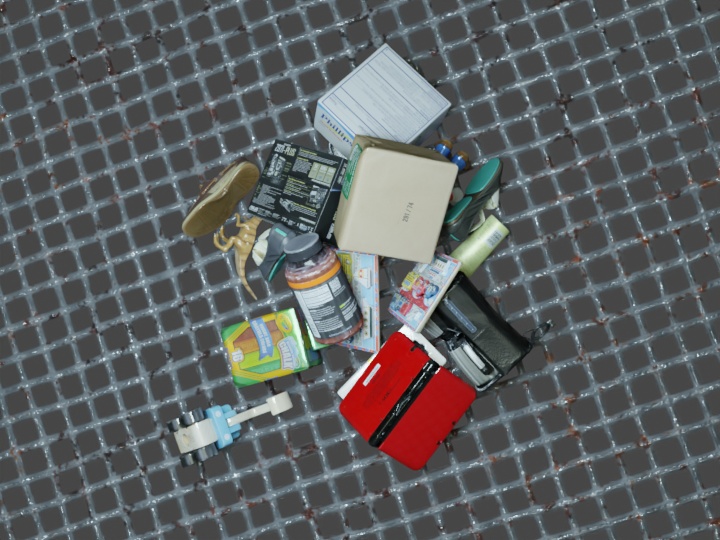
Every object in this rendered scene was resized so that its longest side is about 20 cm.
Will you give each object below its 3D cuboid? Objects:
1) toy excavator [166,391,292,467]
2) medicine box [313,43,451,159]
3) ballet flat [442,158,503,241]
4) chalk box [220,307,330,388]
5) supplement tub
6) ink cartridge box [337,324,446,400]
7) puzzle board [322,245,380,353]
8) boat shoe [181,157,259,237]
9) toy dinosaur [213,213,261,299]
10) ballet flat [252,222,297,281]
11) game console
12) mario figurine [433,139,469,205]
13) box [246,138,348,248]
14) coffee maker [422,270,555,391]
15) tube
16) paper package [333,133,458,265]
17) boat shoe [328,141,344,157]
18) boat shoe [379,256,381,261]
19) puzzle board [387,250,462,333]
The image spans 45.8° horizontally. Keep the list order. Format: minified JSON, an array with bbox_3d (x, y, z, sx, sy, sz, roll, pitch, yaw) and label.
[{"bbox_3d":[-0.259,0.301,1.711,0.194,0.200,0.100,-28,83,48],"label":"toy excavator"},{"bbox_3d":[0.041,-0.306,1.675,0.182,0.103,0.200,44,72,7],"label":"medicine box"},{"bbox_3d":[0.229,-0.134,1.685,0.200,0.068,0.068,-49,116,-22],"label":"ballet flat"},{"bbox_3d":[-0.153,0.144,1.684,0.199,0.124,0.125,-18,85,9],"label":"chalk box"},{"bbox_3d":[-0.074,0.031,1.587,0.107,0.107,0.201,-20,114,5],"label":"supplement tub"},{"bbox_3d":[0.066,0.209,1.691,0.116,0.067,0.200,45,94,6],"label":"ink cartridge box"},{"bbox_3d":[-0.028,0.056,1.671,0.150,0.017,0.201,9,109,35],"label":"puzzle board"},{"bbox_3d":[-0.297,-0.155,1.757,0.200,0.072,0.072,-48,47,2],"label":"boat shoe"},{"bbox_3d":[-0.244,-0.049,1.743,0.106,0.060,0.201,13,89,5],"label":"toy dinosaur"},{"bbox_3d":[-0.173,-0.041,1.671,0.073,0.200,0.073,6,69,-16],"label":"ballet flat"},{"bbox_3d":[0.089,0.250,1.642,0.172,0.119,0.200,40,96,38],"label":"game console"},{"bbox_3d":[0.128,-0.163,1.713,0.123,0.106,0.200,32,79,40],"label":"mario figurine"},{"bbox_3d":[-0.106,-0.153,1.675,0.200,0.086,0.164,21,89,40],"label":"box"},{"bbox_3d":[0.229,0.098,1.647,0.192,0.135,0.200,-43,93,-15],"label":"coffee maker"},{"bbox_3d":[0.210,-0.023,1.701,0.200,0.052,0.058,-48,43,6],"label":"tube"},{"bbox_3d":[0.060,-0.129,1.566,0.190,0.104,0.201,8,111,-18],"label":"paper package"},{"bbox_3d":[-0.002,-0.182,1.719,0.072,0.068,0.201,-30,85,4],"label":"boat shoe"},{"bbox_3d":[0.000,0.000,1.694,0.072,0.072,0.200,32,99,7],"label":"boat shoe"},{"bbox_3d":[0.117,0.032,1.628,0.017,0.200,0.151,31,91,-16],"label":"puzzle board"}]
